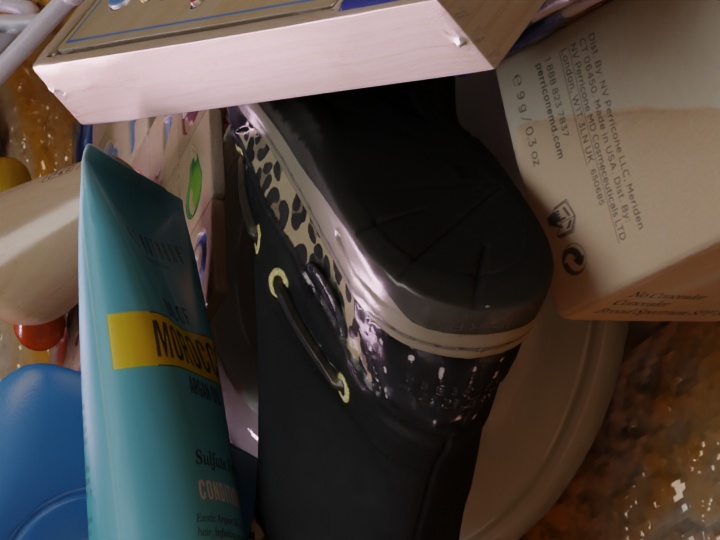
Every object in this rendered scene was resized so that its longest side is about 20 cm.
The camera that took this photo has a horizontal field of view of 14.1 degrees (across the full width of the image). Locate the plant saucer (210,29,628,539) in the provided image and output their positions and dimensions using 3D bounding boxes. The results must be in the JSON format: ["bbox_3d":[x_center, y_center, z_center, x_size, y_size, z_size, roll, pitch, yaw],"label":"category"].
[{"bbox_3d":[0.000,0.000,0.944,0.199,0.050,0.201,-3,86,46],"label":"plant saucer"}]

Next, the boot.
[{"bbox_3d":[-0.010,0.012,0.861,0.204,0.073,0.154,-117,32,-52],"label":"boot"}]

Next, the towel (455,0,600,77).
[{"bbox_3d":[0.120,-0.116,0.756,0.200,0.147,0.024,-28,93,44],"label":"towel"}]

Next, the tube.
[{"bbox_3d":[-0.056,0.068,0.837,0.050,0.077,0.201,-9,77,10],"label":"tube"}]

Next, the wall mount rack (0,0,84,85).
[{"bbox_3d":[-0.145,-0.091,1.026,0.173,0.200,0.075,-2,115,15],"label":"wall mount rack"}]

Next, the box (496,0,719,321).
[{"bbox_3d":[0.141,-0.055,0.764,0.200,0.095,0.078,-28,69,44],"label":"box"}]

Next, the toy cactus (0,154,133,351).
[{"bbox_3d":[-0.140,0.002,0.985,0.165,0.200,0.103,-30,84,31],"label":"toy cactus"}]

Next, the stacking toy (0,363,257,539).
[{"bbox_3d":[-0.117,0.086,0.951,0.117,0.109,0.200,-66,22,-5],"label":"stacking toy"}]

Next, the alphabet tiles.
[{"bbox_3d":[-0.079,-0.015,0.996,0.200,0.008,0.168,123,149,-53],"label":"alphabet tiles"}]

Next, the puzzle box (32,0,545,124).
[{"bbox_3d":[0.002,-0.100,0.790,0.200,0.025,0.133,-3,46,54],"label":"puzzle box"}]
